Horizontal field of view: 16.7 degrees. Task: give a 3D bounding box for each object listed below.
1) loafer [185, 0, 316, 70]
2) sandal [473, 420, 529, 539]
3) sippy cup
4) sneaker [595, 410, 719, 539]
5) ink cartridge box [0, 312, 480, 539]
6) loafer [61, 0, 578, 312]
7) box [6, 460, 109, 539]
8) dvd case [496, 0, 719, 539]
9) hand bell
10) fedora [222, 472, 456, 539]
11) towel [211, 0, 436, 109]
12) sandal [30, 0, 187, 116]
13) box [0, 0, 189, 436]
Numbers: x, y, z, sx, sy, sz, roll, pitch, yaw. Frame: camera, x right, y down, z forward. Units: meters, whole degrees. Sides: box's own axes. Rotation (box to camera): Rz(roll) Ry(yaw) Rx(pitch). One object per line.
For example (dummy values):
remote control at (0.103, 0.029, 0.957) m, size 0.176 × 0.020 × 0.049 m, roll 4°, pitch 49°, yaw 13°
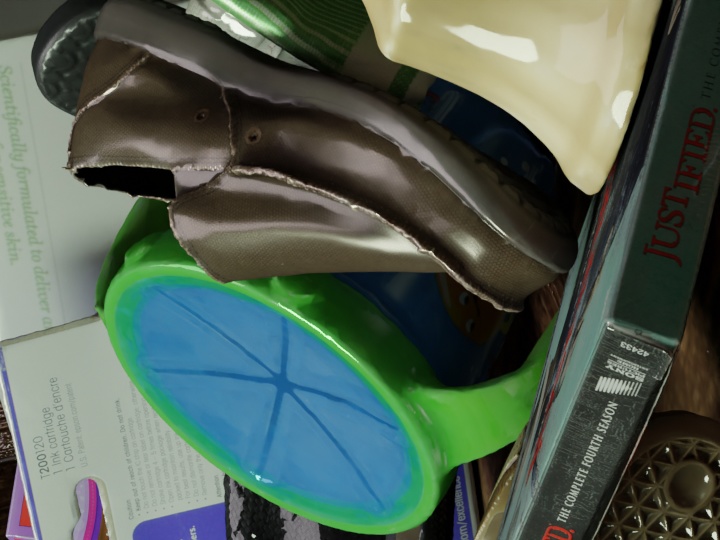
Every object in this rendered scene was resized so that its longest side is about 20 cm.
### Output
loafer at (-0.014, -0.125, 0.933) m, size 0.070 × 0.070 × 0.200 m, roll -60°, pitch 6°, yaw 30°
sandal at (0.060, 0.128, 0.822) m, size 0.201 × 0.054 × 0.081 m, roll 96°, pitch -167°, yaw -49°
sippy cup at (0.000, 0.000, 0.859) m, size 0.177 × 0.131 × 0.140 m, roll 32°, pitch 150°, yaw 6°
sneaker at (0.089, 0.122, 0.769) m, size 0.076 × 0.070 × 0.201 m, roll -111°, pitch 14°, yaw -62°
ink cartridge box at (-0.049, 0.089, 1.077) m, size 0.043 × 0.199 × 0.199 m, roll -133°, pitch 32°, yaw -64°
loafer at (-0.017, -0.023, 0.753) m, size 0.200 × 0.073 × 0.071 m, roll 25°, pitch 88°, yaw 43°
box at (-0.099, 0.051, 1.265) m, size 0.039 × 0.136 × 0.201 m, roll 89°, pitch -172°, yaw -75°
dvd case at (0.068, 0.007, 0.655) m, size 0.200 × 0.022 × 0.147 m, roll 101°, pitch -174°, yaw -59°
hand bell at (-0.021, -0.094, 0.670) m, size 0.104 × 0.199 × 0.105 m, roll -167°, pitch 90°, yaw -88°
fedora at (-0.006, 0.081, 0.979) m, size 0.201 × 0.091 × 0.202 m, roll 4°, pitch -90°, yaw -87°
towel at (-0.048, -0.134, 0.809) m, size 0.023 × 0.200 × 0.153 m, roll -52°, pitch 5°, yaw 28°
sandal at (-0.036, -0.067, 0.947) m, size 0.075 × 0.199 × 0.045 m, roll -48°, pitch 37°, yaw 27°
box at (-0.093, -0.062, 1.125) m, size 0.171 × 0.199 × 0.200 m, roll -125°, pitch 26°, yaw -58°
